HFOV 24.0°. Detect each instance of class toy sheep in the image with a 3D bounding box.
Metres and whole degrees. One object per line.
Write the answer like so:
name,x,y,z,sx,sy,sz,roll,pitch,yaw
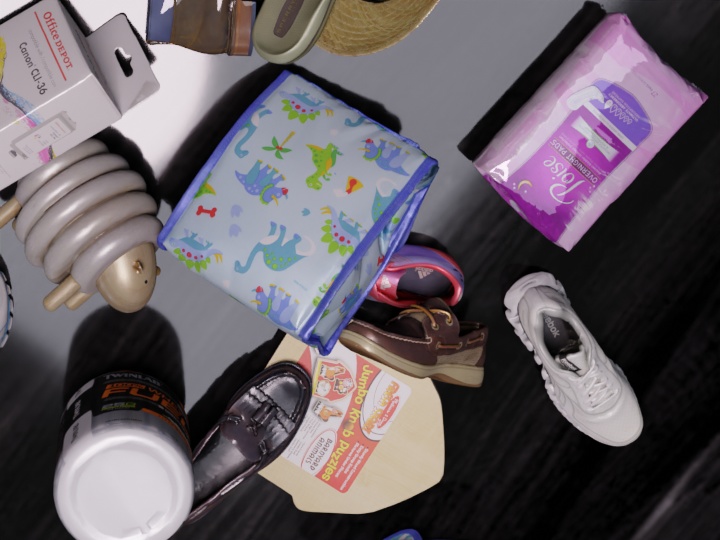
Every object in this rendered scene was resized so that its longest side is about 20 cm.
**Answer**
toy sheep,-0.249,-0.048,1.506,0.138,0.138,0.200,-38,83,3

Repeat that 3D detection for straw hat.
straw hat,0.027,-0.274,1.496,0.085,0.201,0.202,17,106,-54

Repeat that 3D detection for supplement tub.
supplement tub,-0.213,0.165,1.527,0.122,0.200,0.123,-2,105,-8

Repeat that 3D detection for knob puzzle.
knob puzzle,-0.007,0.145,1.628,0.218,0.030,0.221,1,101,3

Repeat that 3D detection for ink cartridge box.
ink cartridge box,-0.285,-0.158,1.469,0.199,0.117,0.068,-31,144,0

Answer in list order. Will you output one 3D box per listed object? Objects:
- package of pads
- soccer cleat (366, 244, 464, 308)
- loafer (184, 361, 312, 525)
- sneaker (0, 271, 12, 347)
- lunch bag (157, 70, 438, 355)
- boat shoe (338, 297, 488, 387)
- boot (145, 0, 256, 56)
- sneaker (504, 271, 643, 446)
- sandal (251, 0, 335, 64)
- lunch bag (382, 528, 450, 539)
package of pads,0.211,-0.130,1.573,0.120,0.076,0.200,41,96,-13
soccer cleat,0.000,0.000,1.577,0.199,0.076,0.067,8,104,-10
loafer,-0.120,0.172,1.593,0.072,0.063,0.200,43,101,-4
sneaker,-0.364,0.085,1.545,0.074,0.087,0.201,10,102,-9
lunch bag,-0.051,-0.055,1.500,0.170,0.127,0.201,32,88,13
boat shoe,0.055,0.057,1.531,0.200,0.072,0.072,16,94,-50
boot,-0.142,-0.286,1.484,0.096,0.075,0.201,-3,107,-10
sneaker,0.210,0.096,1.630,0.075,0.081,0.200,-37,108,1
sandal,-0.043,-0.275,1.456,0.057,0.080,0.202,17,95,-54
lunch bag,0.061,0.333,1.624,0.199,0.170,0.128,5,104,-7
